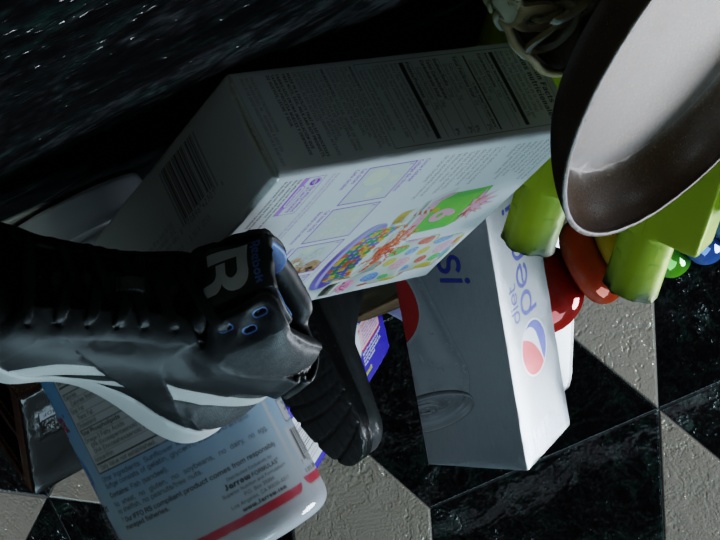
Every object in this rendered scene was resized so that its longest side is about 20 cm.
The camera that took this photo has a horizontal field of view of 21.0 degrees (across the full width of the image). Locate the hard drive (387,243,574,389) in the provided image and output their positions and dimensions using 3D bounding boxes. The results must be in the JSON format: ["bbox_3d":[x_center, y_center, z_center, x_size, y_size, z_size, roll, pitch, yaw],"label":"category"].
[{"bbox_3d":[0.061,-0.011,1.301,0.026,0.133,0.199,-26,-142,-36],"label":"hard drive"}]

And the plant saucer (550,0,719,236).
[{"bbox_3d":[0.147,-0.104,0.848,0.200,0.032,0.201,-39,155,-22],"label":"plant saucer"}]

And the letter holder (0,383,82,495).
[{"bbox_3d":[-0.151,0.014,1.182,0.199,0.142,0.101,-28,148,-23],"label":"letter holder"}]

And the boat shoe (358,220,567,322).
[{"bbox_3d":[0.060,-0.035,1.193,0.199,0.072,0.072,-27,171,31],"label":"boat shoe"}]

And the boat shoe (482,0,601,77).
[{"bbox_3d":[0.088,-0.126,0.839,0.073,0.063,0.200,-27,179,5],"label":"boat shoe"}]

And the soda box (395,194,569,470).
[{"bbox_3d":[0.064,0.011,1.104,0.068,0.201,0.063,2,-157,30],"label":"soda box"}]

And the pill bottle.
[{"bbox_3d":[-0.107,0.056,1.011,0.108,0.201,0.109,-27,179,-1],"label":"pill bottle"}]

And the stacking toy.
[{"bbox_3d":[0.167,-0.021,1.130,0.199,0.086,0.085,-30,178,16],"label":"stacking toy"}]

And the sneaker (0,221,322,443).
[{"bbox_3d":[-0.096,0.006,0.835,0.112,0.073,0.200,-29,145,29],"label":"sneaker"}]

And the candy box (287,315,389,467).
[{"bbox_3d":[-0.105,0.063,1.327,0.199,0.077,0.169,5,-143,23],"label":"candy box"}]

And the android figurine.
[{"bbox_3d":[0.139,-0.089,0.984,0.041,0.181,0.201,-31,139,-60],"label":"android figurine"}]

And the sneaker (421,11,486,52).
[{"bbox_3d":[0.087,-0.113,1.150,0.075,0.077,0.200,-26,177,11],"label":"sneaker"}]

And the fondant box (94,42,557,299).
[{"bbox_3d":[-0.011,-0.041,0.948,0.199,0.058,0.144,-11,156,-41],"label":"fondant box"}]

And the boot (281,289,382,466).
[{"bbox_3d":[0.000,0.000,1.124,0.131,0.201,0.070,-22,-179,-34],"label":"boot"}]
